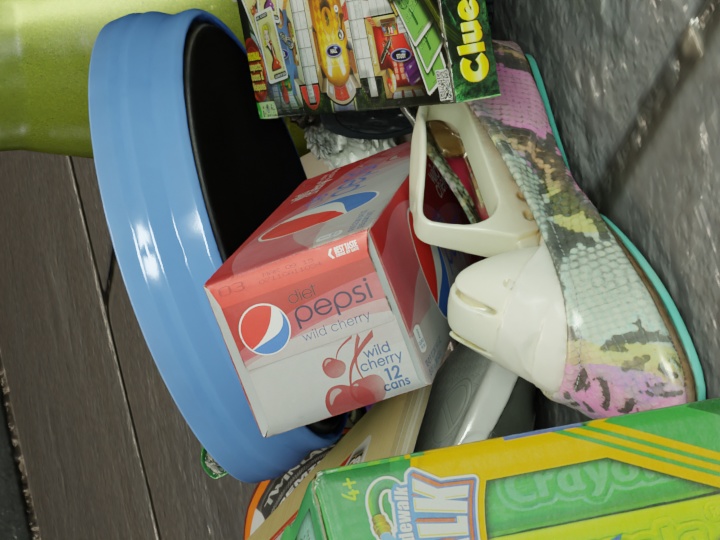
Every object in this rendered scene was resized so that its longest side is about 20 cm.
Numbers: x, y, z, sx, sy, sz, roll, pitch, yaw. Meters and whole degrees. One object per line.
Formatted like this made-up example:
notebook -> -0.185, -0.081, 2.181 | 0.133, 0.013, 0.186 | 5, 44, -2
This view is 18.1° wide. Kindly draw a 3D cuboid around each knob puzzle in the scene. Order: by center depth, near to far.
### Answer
knob puzzle -> -0.031, 0.156, 0.888 | 0.220, 0.030, 0.220 | -55, 12, 17

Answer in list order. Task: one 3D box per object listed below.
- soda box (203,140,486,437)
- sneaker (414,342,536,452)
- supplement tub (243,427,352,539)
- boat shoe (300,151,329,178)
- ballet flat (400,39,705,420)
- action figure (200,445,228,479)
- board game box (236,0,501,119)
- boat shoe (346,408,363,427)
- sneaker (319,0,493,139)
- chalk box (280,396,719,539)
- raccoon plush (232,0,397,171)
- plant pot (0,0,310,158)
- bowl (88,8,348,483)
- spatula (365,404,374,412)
soda box -> 0.000, 0.000, 0.892 | 0.200, 0.070, 0.064 | -58, -53, -74
sneaker -> 0.060, 0.114, 0.926 | 0.200, 0.099, 0.071 | -70, 14, -9
supplement tub -> 0.006, 0.133, 1.053 | 0.200, 0.107, 0.107 | -162, 63, -73
boat shoe -> -0.036, -0.003, 1.154 | 0.200, 0.069, 0.072 | -31, 23, 42
ballet flat -> 0.057, -0.011, 0.835 | 0.069, 0.071, 0.200 | 103, 153, -45
action figure -> -0.046, 0.046, 1.124 | 0.118, 0.055, 0.200 | 36, 142, 9
board game box -> -0.006, -0.113, 0.863 | 0.200, 0.023, 0.105 | -177, 77, -68
boat shoe -> -0.022, 0.100, 1.208 | 0.063, 0.071, 0.201 | 135, 129, -59
sneaker -> 0.020, -0.132, 0.927 | 0.200, 0.066, 0.079 | 106, 159, -56
chalk box -> 0.040, 0.132, 0.739 | 0.124, 0.199, 0.125 | 110, 147, -62
raccoon plush -> 0.003, -0.144, 0.991 | 0.200, 0.097, 0.134 | 58, 155, -7
plant pot -> -0.117, -0.137, 1.171 | 0.200, 0.192, 0.201 | 170, 90, -75
bowl -> -0.053, -0.013, 0.936 | 0.201, 0.039, 0.201 | -17, -90, -78
spatula -> 0.037, 0.059, 1.054 | 0.200, 0.020, 0.057 | 178, 81, -74
